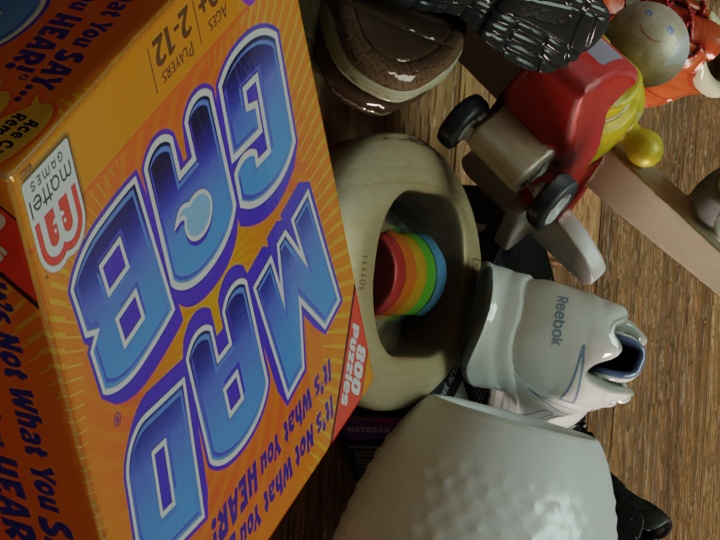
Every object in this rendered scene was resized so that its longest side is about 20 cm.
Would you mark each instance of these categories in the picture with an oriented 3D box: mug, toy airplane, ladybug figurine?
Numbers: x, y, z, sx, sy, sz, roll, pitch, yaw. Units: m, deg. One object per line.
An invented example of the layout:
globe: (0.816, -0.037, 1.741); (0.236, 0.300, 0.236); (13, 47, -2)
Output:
mug: (0.063, 0.158, 1.493); (0.200, 0.147, 0.176); (12, 94, -68)
toy airplane: (0.117, -0.077, 1.538); (0.141, 0.199, 0.200); (-47, 122, -5)
ladybug figurine: (0.000, 0.000, 1.462); (0.200, 0.072, 0.136); (13, 82, -66)

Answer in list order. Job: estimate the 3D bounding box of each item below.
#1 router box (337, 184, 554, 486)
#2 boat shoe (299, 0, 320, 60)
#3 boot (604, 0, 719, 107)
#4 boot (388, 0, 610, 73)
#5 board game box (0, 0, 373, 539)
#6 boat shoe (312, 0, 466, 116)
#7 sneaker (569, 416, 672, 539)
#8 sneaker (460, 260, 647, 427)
router box: (0.058, 0.071, 1.625); (0.200, 0.051, 0.149); (-61, 143, -45)
boat shoe: (-0.055, -0.149, 1.328); (0.074, 0.066, 0.200); (47, 48, -68)
boot: (0.158, -0.155, 1.762); (0.200, 0.107, 0.075); (42, 57, -59)
boot: (0.027, -0.179, 1.382); (0.200, 0.070, 0.132); (36, 23, -46)
board game box: (-0.137, 0.002, 0.999); (0.200, 0.199, 0.200); (-55, 141, -51)
boat shoe: (0.007, -0.117, 1.423); (0.075, 0.075, 0.202); (-56, -170, 29)
sneaker: (0.139, 0.138, 1.752); (0.060, 0.104, 0.200); (6, 87, -65)
sneaker: (0.107, 0.052, 1.544); (0.200, 0.087, 0.075); (46, 54, -74)
